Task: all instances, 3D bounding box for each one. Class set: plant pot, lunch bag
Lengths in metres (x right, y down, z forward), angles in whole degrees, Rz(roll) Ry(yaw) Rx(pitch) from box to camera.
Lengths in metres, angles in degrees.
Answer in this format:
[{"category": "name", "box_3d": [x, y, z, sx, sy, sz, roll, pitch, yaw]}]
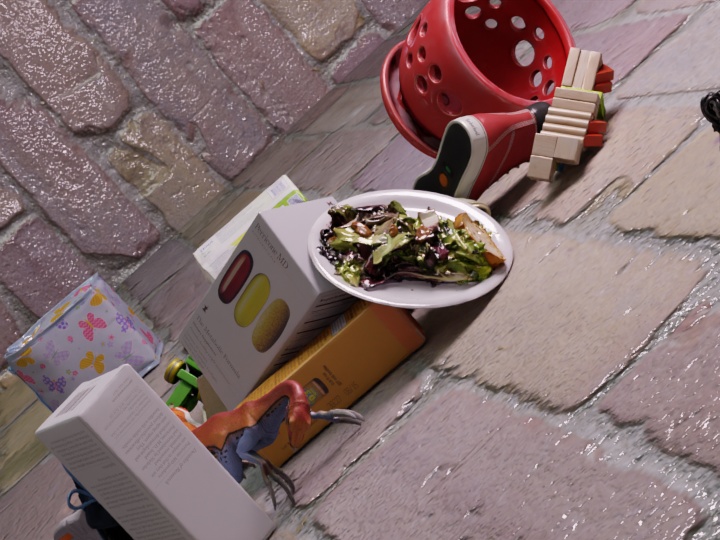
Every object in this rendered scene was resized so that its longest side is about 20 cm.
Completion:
[{"category": "plant pot", "box_3d": [0.139, -0.242, 1.880, 0.201, 0.200, 0.182, -51, 7, -39]}, {"category": "lunch bag", "box_3d": [-0.440, 0.132, 2.431, 0.200, 0.170, 0.127, -41, 13, 5]}]

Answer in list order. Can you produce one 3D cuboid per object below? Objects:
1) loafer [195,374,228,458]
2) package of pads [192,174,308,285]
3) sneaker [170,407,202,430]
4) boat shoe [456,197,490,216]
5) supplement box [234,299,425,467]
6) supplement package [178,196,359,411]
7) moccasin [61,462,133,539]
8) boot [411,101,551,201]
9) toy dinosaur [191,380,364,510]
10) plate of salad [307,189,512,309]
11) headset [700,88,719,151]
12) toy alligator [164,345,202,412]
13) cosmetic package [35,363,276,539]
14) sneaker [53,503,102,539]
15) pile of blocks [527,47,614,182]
[{"category": "loafer", "box_3d": [-0.142, 0.134, 1.646, 0.076, 0.068, 0.200, -38, 30, 30]}, {"category": "package of pads", "box_3d": [-0.101, -0.011, 1.863, 0.154, 0.068, 0.200, -41, -31, 0]}, {"category": "sneaker", "box_3d": [-0.216, 0.180, 1.639, 0.200, 0.077, 0.073, 163, 111, -71]}, {"category": "boat shoe", "box_3d": [0.052, -0.005, 1.607, 0.200, 0.073, 0.063, -36, 6, -9]}, {"category": "supplement box", "box_3d": [-0.033, 0.102, 1.503, 0.200, 0.067, 0.069, -41, 12, 3]}, {"category": "supplement package", "box_3d": [-0.080, 0.036, 1.568, 0.109, 0.114, 0.200, -15, -31, -46]}, {"category": "moccasin", "box_3d": [-0.221, 0.215, 1.431, 0.080, 0.200, 0.068, -16, 31, 21]}, {"category": "boot", "box_3d": [0.142, -0.108, 1.709, 0.144, 0.073, 0.200, -17, -26, -30]}, {"category": "toy dinosaur", "box_3d": [-0.104, 0.152, 1.381, 0.182, 0.199, 0.105, 105, 180, -48]}, {"category": "plate of salad", "box_3d": [0.049, -0.031, 1.486, 0.200, 0.200, 0.048, -56, -24, -49]}, {"category": "headset", "box_3d": [0.354, -0.137, 1.171, 0.200, 0.094, 0.124, -10, 26, 40]}, {"category": "toy alligator", "box_3d": [-0.196, 0.137, 1.776, 0.200, 0.059, 0.054, -58, -16, -9]}, {"category": "cosmetic package", "box_3d": [-0.180, 0.184, 1.352, 0.101, 0.200, 0.071, -22, 22, 53]}, {"category": "sneaker", "box_3d": [-0.259, 0.242, 1.694, 0.200, 0.078, 0.112, -31, 17, 42]}, {"category": "pile of blocks", "box_3d": [0.232, -0.151, 1.617, 0.062, 0.082, 0.200, 11, 49, 18]}]
